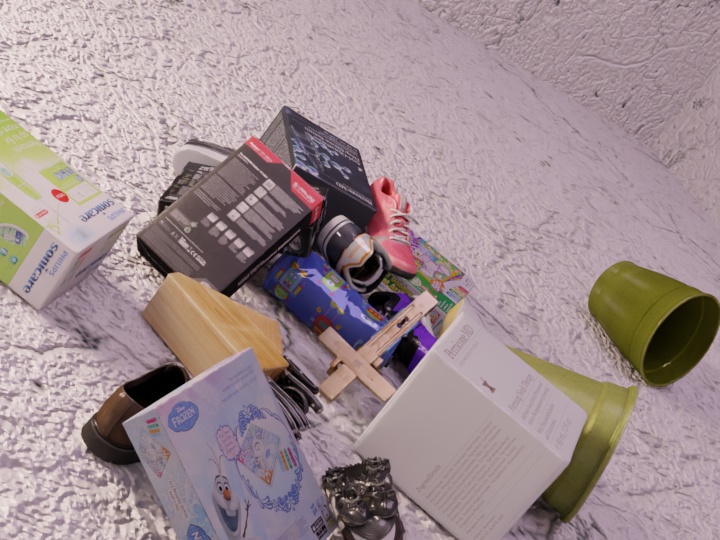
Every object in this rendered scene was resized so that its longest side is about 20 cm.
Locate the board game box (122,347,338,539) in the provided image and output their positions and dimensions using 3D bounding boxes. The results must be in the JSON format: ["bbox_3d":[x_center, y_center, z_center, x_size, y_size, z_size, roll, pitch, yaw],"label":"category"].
[{"bbox_3d":[-0.113,0.191,1.112,0.200,0.043,0.200,65,23,-2],"label":"board game box"}]

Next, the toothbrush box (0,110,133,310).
[{"bbox_3d":[-0.364,-0.071,1.273,0.200,0.086,0.146,40,22,-1],"label":"toothbrush box"}]

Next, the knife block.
[{"bbox_3d":[-0.137,0.107,1.306,0.199,0.064,0.176,29,23,-23],"label":"knife block"}]

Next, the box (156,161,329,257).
[{"bbox_3d":[-0.150,-0.082,1.573,0.199,0.044,0.160,10,23,2],"label":"box"}]

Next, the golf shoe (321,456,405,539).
[{"bbox_3d":[0.005,0.255,1.253,0.200,0.077,0.095,-96,173,-82],"label":"golf shoe"}]

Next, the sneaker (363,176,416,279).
[{"bbox_3d":[0.042,-0.069,1.791,0.073,0.087,0.201,20,28,-35],"label":"sneaker"}]

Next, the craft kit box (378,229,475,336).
[{"bbox_3d":[0.076,-0.002,1.884,0.197,0.049,0.200,37,22,4],"label":"craft kit box"}]

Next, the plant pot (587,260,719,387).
[{"bbox_3d":[0.538,0.083,2.276,0.200,0.201,0.193,16,19,-43],"label":"plant pot"}]

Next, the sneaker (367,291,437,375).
[{"bbox_3d":[0.054,0.094,1.641,0.099,0.070,0.200,19,24,-26],"label":"sneaker"}]

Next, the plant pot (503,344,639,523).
[{"bbox_3d":[0.235,0.197,1.582,0.183,0.201,0.200,28,21,7],"label":"plant pot"}]

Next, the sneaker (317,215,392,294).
[{"bbox_3d":[0.000,0.000,1.648,0.079,0.078,0.200,40,-6,23],"label":"sneaker"}]

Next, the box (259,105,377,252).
[{"bbox_3d":[-0.076,-0.132,1.813,0.148,0.107,0.200,28,25,-25],"label":"box"}]

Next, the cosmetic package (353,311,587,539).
[{"bbox_3d":[0.133,0.191,1.430,0.200,0.167,0.167,39,22,5],"label":"cosmetic package"}]

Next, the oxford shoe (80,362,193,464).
[{"bbox_3d":[-0.177,0.130,1.176,0.073,0.085,0.200,42,20,15],"label":"oxford shoe"}]

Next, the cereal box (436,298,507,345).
[{"bbox_3d":[0.192,0.147,1.728,0.200,0.039,0.144,46,26,-8],"label":"cereal box"}]

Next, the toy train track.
[{"bbox_3d":[0.021,0.097,1.503,0.115,0.033,0.200,43,62,12],"label":"toy train track"}]

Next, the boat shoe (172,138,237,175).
[{"bbox_3d":[-0.161,-0.131,1.685,0.199,0.072,0.068,20,33,4],"label":"boat shoe"}]

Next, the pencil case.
[{"bbox_3d":[-0.030,0.049,1.566,0.200,0.078,0.087,40,46,2],"label":"pencil case"}]

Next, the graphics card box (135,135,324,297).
[{"bbox_3d":[-0.156,-0.055,1.450,0.125,0.051,0.200,42,66,10],"label":"graphics card box"}]
